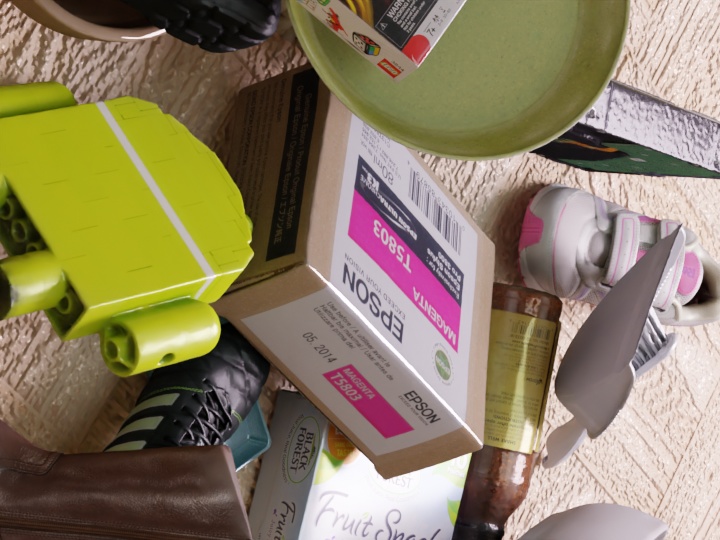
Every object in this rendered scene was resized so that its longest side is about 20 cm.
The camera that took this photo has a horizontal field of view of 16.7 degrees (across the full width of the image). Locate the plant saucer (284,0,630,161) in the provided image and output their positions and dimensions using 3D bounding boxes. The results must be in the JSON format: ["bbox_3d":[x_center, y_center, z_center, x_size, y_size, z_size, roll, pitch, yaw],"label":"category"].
[{"bbox_3d":[0.047,-0.153,1.295,0.199,0.031,0.201,4,80,-21],"label":"plant saucer"}]

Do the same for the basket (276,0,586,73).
[{"bbox_3d":[0.065,-0.206,1.430,0.160,0.198,0.201,31,72,-17],"label":"basket"}]

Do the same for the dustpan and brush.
[{"bbox_3d":[0.160,0.073,1.631,0.057,0.200,0.140,36,47,-10],"label":"dustpan and brush"}]

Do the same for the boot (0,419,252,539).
[{"bbox_3d":[-0.145,0.089,1.264,0.064,0.199,0.187,-49,139,-64],"label":"boot"}]

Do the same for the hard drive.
[{"bbox_3d":[0.143,-0.097,1.596,0.200,0.139,0.038,16,84,-46],"label":"hard drive"}]

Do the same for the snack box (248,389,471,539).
[{"bbox_3d":[-0.012,0.188,1.527,0.142,0.053,0.201,23,77,-47],"label":"snack box"}]

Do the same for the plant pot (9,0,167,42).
[{"bbox_3d":[-0.153,-0.223,1.298,0.200,0.092,0.202,-9,102,-46],"label":"plant pot"}]

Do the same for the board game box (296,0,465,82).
[{"bbox_3d":[0.028,-0.212,1.262,0.126,0.035,0.200,38,68,-10],"label":"board game box"}]

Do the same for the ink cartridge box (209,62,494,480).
[{"bbox_3d":[0.000,0.000,1.460,0.200,0.075,0.165,47,35,-40],"label":"ink cartridge box"}]

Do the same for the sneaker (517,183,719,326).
[{"bbox_3d":[0.187,-0.009,1.689,0.200,0.088,0.082,15,84,-46],"label":"sneaker"}]

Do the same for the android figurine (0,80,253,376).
[{"bbox_3d":[-0.137,-0.029,1.304,0.200,0.041,0.182,-16,66,-49],"label":"android figurine"}]

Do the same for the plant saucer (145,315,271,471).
[{"bbox_3d":[-0.106,0.032,1.434,0.070,0.019,0.201,-35,120,-39],"label":"plant saucer"}]

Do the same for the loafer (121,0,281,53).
[{"bbox_3d":[-0.116,-0.175,1.234,0.200,0.068,0.071,26,59,-45],"label":"loafer"}]

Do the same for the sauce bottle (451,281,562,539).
[{"bbox_3d":[0.086,0.110,1.614,0.066,0.066,0.201,18,81,-46],"label":"sauce bottle"}]

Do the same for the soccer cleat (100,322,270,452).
[{"bbox_3d":[-0.110,0.106,1.375,0.200,0.081,0.068,-44,123,-25],"label":"soccer cleat"}]

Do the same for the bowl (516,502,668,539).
[{"bbox_3d":[0.110,0.239,1.588,0.200,0.074,0.200,-61,165,16],"label":"bowl"}]
